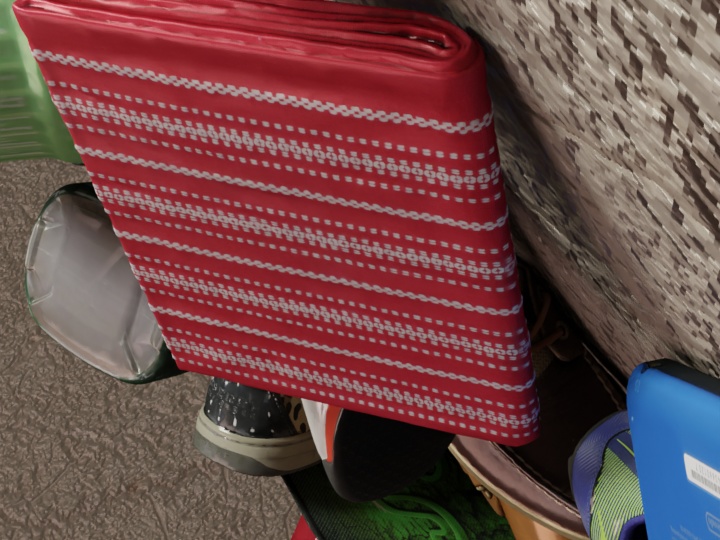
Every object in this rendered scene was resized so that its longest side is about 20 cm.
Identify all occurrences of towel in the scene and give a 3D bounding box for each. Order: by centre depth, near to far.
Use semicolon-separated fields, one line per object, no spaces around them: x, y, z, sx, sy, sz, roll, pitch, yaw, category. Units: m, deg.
-0.017;-0.015;0.570;0.144;0.023;0.200;12;147;20;towel

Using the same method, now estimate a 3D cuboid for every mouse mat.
0.025;0.109;0.916;0.160;0.008;0.200;11;-153;-33;mouse mat

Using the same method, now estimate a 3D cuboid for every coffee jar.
-0.072;-0.002;0.941;0.104;0.086;0.200;30;-158;29;coffee jar

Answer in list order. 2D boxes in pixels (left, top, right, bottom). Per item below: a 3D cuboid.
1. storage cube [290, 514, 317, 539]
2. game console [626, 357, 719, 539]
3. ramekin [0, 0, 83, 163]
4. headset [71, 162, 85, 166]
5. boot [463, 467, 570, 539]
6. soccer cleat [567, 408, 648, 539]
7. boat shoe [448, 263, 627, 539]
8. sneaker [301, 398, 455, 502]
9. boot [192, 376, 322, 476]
0.023;0.234;1.057;0.199;0.181;0.171;26;168;-2;storage cube
0.166;0.110;0.519;0.200;0.118;0.172;-153;53;-82;game console
-0.174;-0.137;0.765;0.200;0.097;0.201;170;90;-85;ramekin
-0.112;-0.081;0.995;0.200;0.123;0.095;59;-156;-80;headset
0.086;0.094;0.808;0.156;0.076;0.200;56;-168;-19;boot
0.147;0.136;0.671;0.200;0.065;0.084;51;179;-20;soccer cleat
0.050;0.029;0.738;0.200;0.072;0.072;51;175;15;boat shoe
-0.010;-0.011;0.694;0.108;0.067;0.202;49;154;41;sneaker
0.001;0.001;0.884;0.073;0.155;0.203;21;-154;30;boot
